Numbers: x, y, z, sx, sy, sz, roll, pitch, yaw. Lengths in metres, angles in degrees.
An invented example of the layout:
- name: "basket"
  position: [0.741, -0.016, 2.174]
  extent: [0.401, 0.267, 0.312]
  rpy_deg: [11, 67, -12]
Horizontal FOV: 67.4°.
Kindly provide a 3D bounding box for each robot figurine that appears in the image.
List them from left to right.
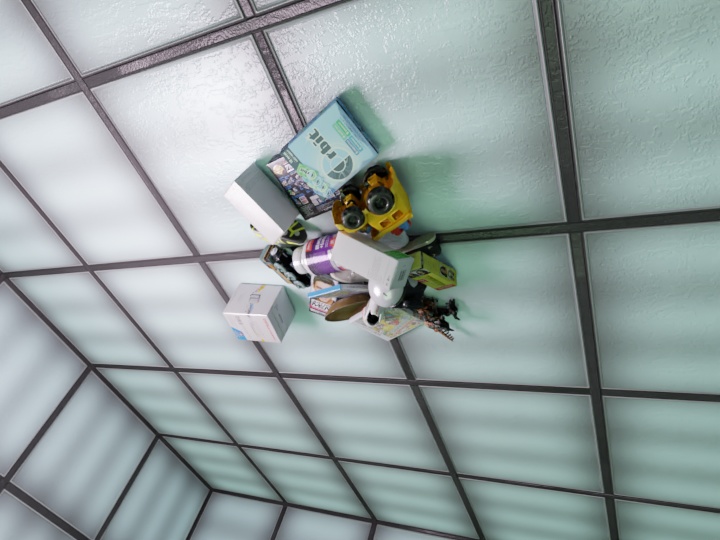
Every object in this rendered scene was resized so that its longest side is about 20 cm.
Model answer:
- name: "robot figurine"
  position: [0.110, 0.045, 1.560]
  extent: [0.147, 0.130, 0.196]
  rpy_deg: [0, 176, 41]

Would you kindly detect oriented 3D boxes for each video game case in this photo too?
- name: "video game case"
  position: [-0.049, 0.065, 1.667]
  extent: [0.140, 0.019, 0.197]
  rpy_deg: [-16, 169, 37]
- name: "video game case"
  position: [0.088, 0.166, 1.795]
  extent: [0.178, 0.024, 0.198]
  rpy_deg: [27, 141, -28]

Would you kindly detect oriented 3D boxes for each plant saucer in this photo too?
- name: "plant saucer"
  position: [-0.028, 0.118, 1.767]
  extent: [0.193, 0.037, 0.201]
  rpy_deg: [-15, 162, -5]

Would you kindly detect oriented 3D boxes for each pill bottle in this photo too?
- name: "pill bottle"
  position: [-0.110, -0.046, 1.648]
  extent: [0.194, 0.113, 0.113]
  rpy_deg: [-11, 128, 33]

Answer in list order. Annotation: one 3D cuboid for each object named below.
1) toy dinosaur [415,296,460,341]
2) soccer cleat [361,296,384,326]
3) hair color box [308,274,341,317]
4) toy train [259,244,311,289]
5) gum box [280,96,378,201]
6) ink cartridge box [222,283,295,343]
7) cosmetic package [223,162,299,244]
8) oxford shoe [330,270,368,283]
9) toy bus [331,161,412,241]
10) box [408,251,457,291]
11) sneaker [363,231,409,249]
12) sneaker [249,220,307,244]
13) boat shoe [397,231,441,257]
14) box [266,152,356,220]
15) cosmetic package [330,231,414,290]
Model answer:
- name: "toy dinosaur"
  position: [0.240, 0.144, 1.706]
  extent: [0.197, 0.106, 0.134]
  rpy_deg: [28, 157, -32]
- name: "soccer cleat"
  position: [0.037, 0.141, 1.664]
  extent: [0.066, 0.087, 0.202]
  rpy_deg: [18, 149, -1]
- name: "hair color box"
  position: [-0.116, 0.068, 1.806]
  extent: [0.096, 0.062, 0.204]
  rpy_deg: [18, 137, 8]
- name: "toy train"
  position: [-0.238, -0.011, 1.758]
  extent: [0.111, 0.087, 0.200]
  rpy_deg: [9, 154, 41]
- name: "gum box"
  position: [-0.078, -0.303, 1.372]
  extent: [0.198, 0.045, 0.170]
  rpy_deg: [-36, 115, 21]
- name: "ink cartridge box"
  position: [-0.361, 0.153, 1.946]
  extent: [0.193, 0.147, 0.150]
  rpy_deg: [2, 135, 24]
- name: "cosmetic package"
  position: [-0.282, -0.193, 1.562]
  extent: [0.200, 0.108, 0.084]
  rpy_deg: [47, 134, -11]
- name: "oxford shoe"
  position: [0.000, 0.000, 1.670]
  extent: [0.192, 0.077, 0.059]
  rpy_deg: [5, 143, 11]
- name: "toy bus"
  position: [0.046, -0.151, 1.430]
  extent: [0.196, 0.138, 0.192]
  rpy_deg: [-31, 127, 18]
- name: "box"
  position: [0.196, 0.004, 1.529]
  extent: [0.073, 0.052, 0.197]
  rpy_deg: [-16, 155, 35]
- name: "sneaker"
  position: [0.036, -0.104, 1.539]
  extent: [0.193, 0.079, 0.102]
  rpy_deg: [-14, 115, 6]
- name: "sneaker"
  position: [-0.248, -0.119, 1.686]
  extent: [0.194, 0.077, 0.077]
  rpy_deg: [16, 154, 19]
- name: "boat shoe"
  position: [0.138, -0.050, 1.550]
  extent: [0.196, 0.074, 0.064]
  rpy_deg: [-15, 118, 31]
- name: "box"
  position: [-0.131, -0.255, 1.495]
  extent: [0.195, 0.050, 0.201]
  rpy_deg: [-16, 122, 34]
- name: "cosmetic package"
  position: [0.030, -0.030, 1.436]
  extent: [0.196, 0.107, 0.088]
  rpy_deg: [27, 108, 24]
